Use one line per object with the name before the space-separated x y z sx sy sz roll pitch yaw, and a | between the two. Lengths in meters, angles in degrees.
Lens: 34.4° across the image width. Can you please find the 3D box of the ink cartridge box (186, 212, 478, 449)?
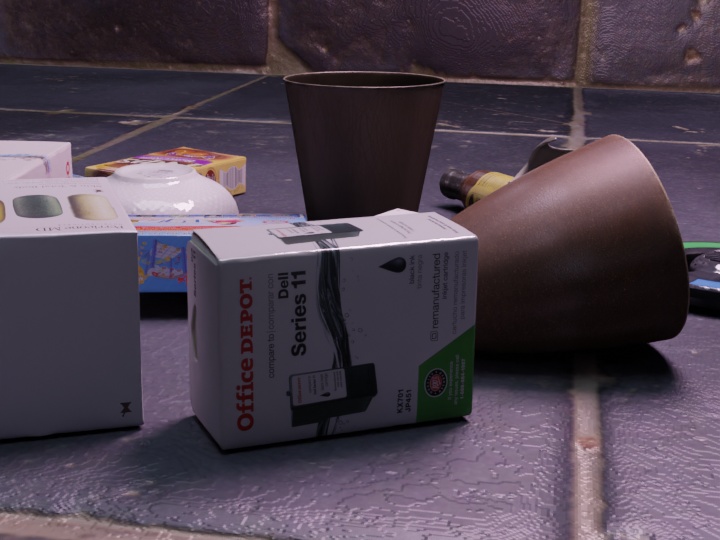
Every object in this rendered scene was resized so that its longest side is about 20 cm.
ink cartridge box | -0.021 0.041 0.857 0.200 0.147 0.083 -6 18 -20

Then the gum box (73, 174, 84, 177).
gum box | -0.468 -0.100 1.496 0.200 0.045 0.170 13 20 38

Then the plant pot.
plant pot | 0.150 -0.001 1.008 0.200 0.187 0.187 -17 19 -8

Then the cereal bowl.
cereal bowl | -0.242 -0.078 1.370 0.200 0.083 0.200 0 16 0

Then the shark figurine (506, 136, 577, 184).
shark figurine | 0.174 -0.035 1.224 0.089 0.215 0.128 34 -37 -30

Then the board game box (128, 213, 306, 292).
board game box | -0.151 -0.021 1.180 0.200 0.056 0.196 0 9 -5

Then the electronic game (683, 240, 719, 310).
electronic game | 0.385 0.001 1.214 0.200 0.042 0.200 1 15 0

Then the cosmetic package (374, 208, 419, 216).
cosmetic package | 0.000 0.000 1.115 0.051 0.083 0.200 11 19 32

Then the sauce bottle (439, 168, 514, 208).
sauce bottle | 0.173 -0.094 1.492 0.065 0.065 0.200 -7 17 -28

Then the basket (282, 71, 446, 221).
basket | 0.004 -0.116 1.305 0.180 0.200 0.136 -2 17 -8

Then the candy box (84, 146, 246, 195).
candy box | -0.260 -0.123 1.575 0.117 0.057 0.200 12 20 30

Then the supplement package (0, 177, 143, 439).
supplement package | -0.256 0.021 0.896 0.152 0.151 0.200 -4 17 -18

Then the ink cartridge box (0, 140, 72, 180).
ink cartridge box | -0.364 -0.034 1.088 0.145 0.147 0.200 2 16 4
